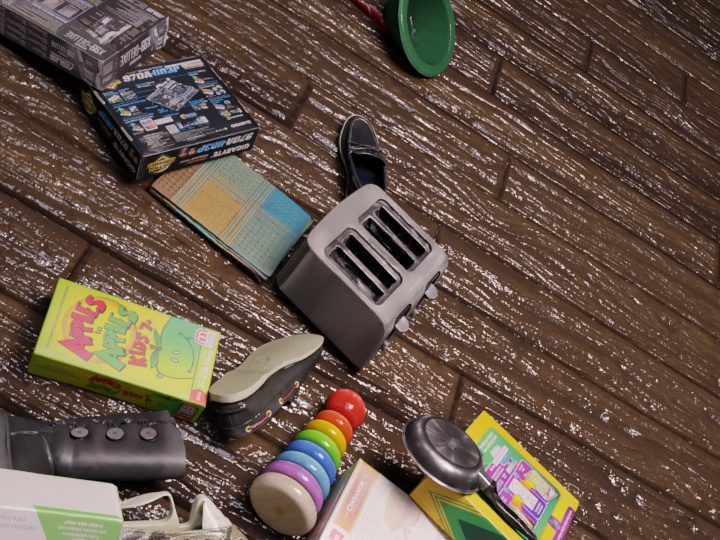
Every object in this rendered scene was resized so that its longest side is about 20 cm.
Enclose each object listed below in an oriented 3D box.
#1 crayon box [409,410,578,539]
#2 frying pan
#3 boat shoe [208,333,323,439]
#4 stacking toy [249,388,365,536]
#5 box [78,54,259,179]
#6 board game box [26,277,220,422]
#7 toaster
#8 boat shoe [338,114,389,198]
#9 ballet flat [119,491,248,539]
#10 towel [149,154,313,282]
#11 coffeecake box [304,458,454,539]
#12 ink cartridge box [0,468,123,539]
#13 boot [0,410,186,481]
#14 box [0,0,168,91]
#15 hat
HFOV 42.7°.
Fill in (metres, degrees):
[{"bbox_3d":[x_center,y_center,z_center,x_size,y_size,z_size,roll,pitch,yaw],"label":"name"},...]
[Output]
[{"bbox_3d":[0.171,0.283,1.139,0.172,0.059,0.199,42,25,12],"label":"crayon box"},{"bbox_3d":[0.120,0.235,1.057,0.114,0.031,0.190,4,37,-47],"label":"frying pan"},{"bbox_3d":[-0.109,0.135,1.126,0.201,0.073,0.064,-36,121,-53],"label":"boat shoe"},{"bbox_3d":[-0.049,0.214,1.096,0.085,0.086,0.200,40,44,-1],"label":"stacking toy"},{"bbox_3d":[-0.260,-0.215,1.267,0.198,0.046,0.159,-23,64,-40],"label":"box"},{"bbox_3d":[-0.268,0.093,1.062,0.197,0.048,0.103,21,51,-18],"label":"board game box"},{"bbox_3d":[0.000,0.000,1.244,0.200,0.119,0.181,44,46,4],"label":"toaster"},{"bbox_3d":[0.008,-0.164,1.401,0.073,0.062,0.203,13,52,-21],"label":"boat shoe"},{"bbox_3d":[-0.196,0.271,0.965,0.197,0.068,0.077,7,79,-25],"label":"ballet flat"},{"bbox_3d":[-0.173,-0.088,1.266,0.199,0.022,0.147,38,46,-1],"label":"towel"},{"bbox_3d":[0.033,0.343,1.056,0.199,0.073,0.154,37,46,-4],"label":"coffeecake box"},{"bbox_3d":[-0.304,0.288,0.806,0.143,0.084,0.204,13,95,-23],"label":"ink cartridge box"},{"bbox_3d":[-0.274,0.208,0.943,0.197,0.066,0.166,8,33,-29],"label":"boot"},{"bbox_3d":[-0.386,-0.342,1.256,0.198,0.050,0.158,29,44,5],"label":"box"},{"bbox_3d":[0.052,-0.441,1.650,0.165,0.174,0.203,-34,117,-44],"label":"hat"}]
